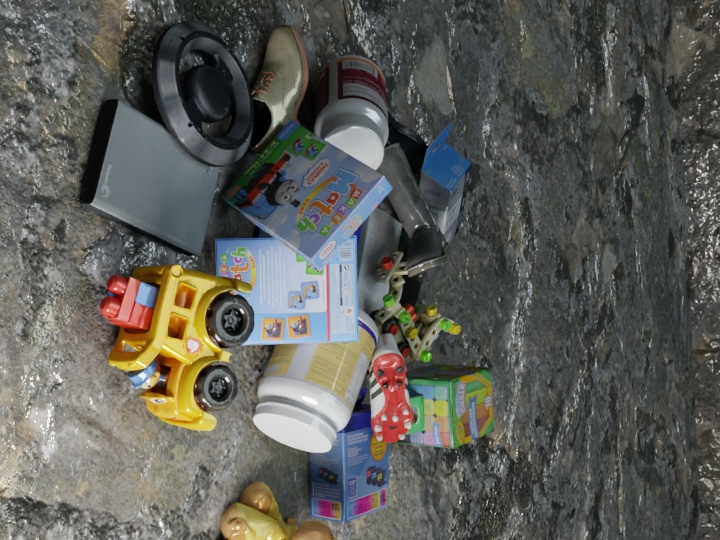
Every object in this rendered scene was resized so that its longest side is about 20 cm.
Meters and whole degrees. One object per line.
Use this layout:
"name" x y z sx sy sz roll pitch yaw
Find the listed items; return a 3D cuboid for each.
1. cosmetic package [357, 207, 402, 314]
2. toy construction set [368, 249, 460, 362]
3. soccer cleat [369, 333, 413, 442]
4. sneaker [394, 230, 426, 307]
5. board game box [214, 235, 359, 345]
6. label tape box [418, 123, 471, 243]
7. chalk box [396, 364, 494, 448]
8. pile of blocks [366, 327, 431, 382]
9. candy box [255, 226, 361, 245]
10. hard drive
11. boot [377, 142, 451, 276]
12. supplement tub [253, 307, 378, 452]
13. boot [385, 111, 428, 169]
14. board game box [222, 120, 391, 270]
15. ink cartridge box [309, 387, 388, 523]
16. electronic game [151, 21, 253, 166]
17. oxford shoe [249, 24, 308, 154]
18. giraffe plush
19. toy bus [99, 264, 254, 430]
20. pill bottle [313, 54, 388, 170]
"cosmetic package" 0.000 0.000 1.717 0.101 0.071 0.201 31 66 -53
"toy construction set" 0.077 0.069 1.690 0.131 0.092 0.200 -44 123 -16
"soccer cleat" 0.046 0.189 1.648 0.085 0.068 0.201 -96 -179 -51
"sneaker" 0.069 0.009 1.818 0.201 0.083 0.121 -63 -176 13
"board game box" -0.104 0.028 1.477 0.037 0.199 0.152 -166 -105 -82
"label tape box" 0.149 -0.142 1.865 0.143 0.066 0.201 -52 155 -56
"chalk box" 0.141 0.246 1.882 0.200 0.123 0.125 -9 98 -56
"pile of blocks" 0.053 0.141 1.819 0.062 0.082 0.200 59 27 9
"candy box" -0.076 -0.062 1.600 0.169 0.077 0.201 31 66 -52
"hard drive" -0.269 -0.116 1.354 0.200 0.033 0.140 29 67 -52
"boot" 0.074 -0.099 1.645 0.182 0.072 0.201 -56 126 -77
"supplement tub" -0.067 0.153 1.555 0.145 0.145 0.201 50 51 -43
"boot" 0.034 -0.177 1.766 0.198 0.073 0.163 37 58 -42
"board game box" -0.076 -0.108 1.444 0.151 0.200 0.037 -49 144 -9
"ink cartridge box" -0.018 0.293 1.695 0.136 0.076 0.201 -3 91 -56
"electronic game" -0.211 -0.239 1.420 0.200 0.041 0.201 28 56 -53
"oxford shoe" -0.126 -0.266 1.532 0.074 0.071 0.201 5 86 -53
"giraffe plush" -0.094 0.412 1.503 0.200 0.162 0.173 48 52 -44
"toy bus" -0.250 0.086 1.313 0.192 0.135 0.201 22 75 -40
"pill bottle" -0.014 -0.234 1.594 0.200 0.114 0.114 -91 157 -51
